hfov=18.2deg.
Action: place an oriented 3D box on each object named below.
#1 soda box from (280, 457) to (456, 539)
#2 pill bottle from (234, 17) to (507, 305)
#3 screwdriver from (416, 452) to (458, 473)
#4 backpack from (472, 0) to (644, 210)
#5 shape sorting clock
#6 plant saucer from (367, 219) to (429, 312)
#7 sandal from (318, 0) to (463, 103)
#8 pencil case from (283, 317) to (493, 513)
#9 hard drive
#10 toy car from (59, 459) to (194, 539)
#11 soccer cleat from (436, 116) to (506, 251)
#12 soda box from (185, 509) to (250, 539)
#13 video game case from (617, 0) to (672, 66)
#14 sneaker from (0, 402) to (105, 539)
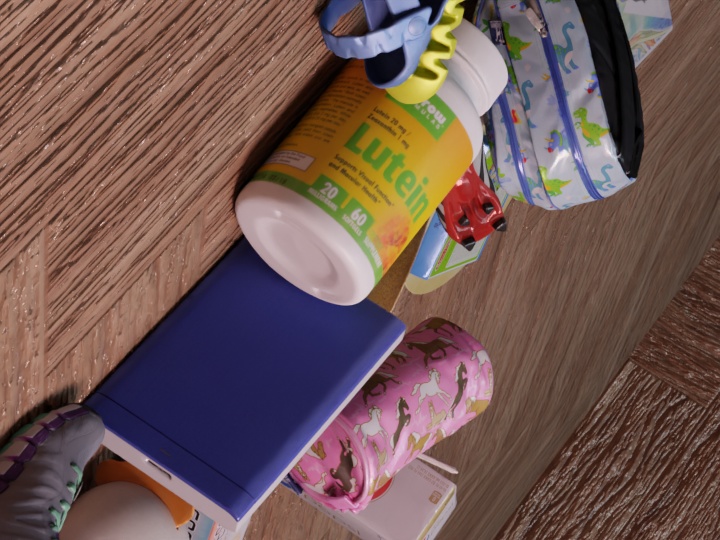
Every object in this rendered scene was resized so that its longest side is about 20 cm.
[{"bbox_3d":[-0.024,0.146,1.740,0.068,0.200,0.064,-53,166,-15],"label":"soda box"},{"bbox_3d":[0.014,-0.083,1.543,0.200,0.111,0.111,-52,166,-22],"label":"pill bottle"},{"bbox_3d":[-0.016,0.110,1.696,0.029,0.200,0.028,104,10,-70],"label":"screwdriver"},{"bbox_3d":[0.153,-0.147,1.735,0.154,0.200,0.163,-28,169,7],"label":"backpack"},{"bbox_3d":[0.095,-0.068,2.026,0.200,0.039,0.200,-51,161,-25],"label":"shape sorting clock"},{"bbox_3d":[0.000,0.000,1.736,0.200,0.035,0.200,-62,-169,21],"label":"plant saucer"},{"bbox_3d":[0.033,-0.202,1.431,0.087,0.079,0.200,4,112,-35],"label":"sandal"},{"bbox_3d":[0.023,0.104,1.645,0.200,0.083,0.087,-33,154,-52],"label":"pencil case"},{"bbox_3d":[-0.078,0.070,1.521,0.200,0.132,0.025,-48,163,-35],"label":"hard drive"},{"bbox_3d":[-0.158,0.225,1.560,0.184,0.177,0.200,6,104,-63],"label":"toy car"},{"bbox_3d":[0.068,-0.102,1.812,0.069,0.085,0.200,-29,137,-8],"label":"soccer cleat"},{"bbox_3d":[-0.112,0.154,1.629,0.068,0.064,0.200,-42,162,-43],"label":"soda box"},{"bbox_3d":[0.196,-0.203,1.969,0.200,0.022,0.182,-47,149,-14],"label":"video game case"},{"bbox_3d":[-0.202,0.157,1.374,0.200,0.087,0.074,-41,159,-49],"label":"sneaker"}]
